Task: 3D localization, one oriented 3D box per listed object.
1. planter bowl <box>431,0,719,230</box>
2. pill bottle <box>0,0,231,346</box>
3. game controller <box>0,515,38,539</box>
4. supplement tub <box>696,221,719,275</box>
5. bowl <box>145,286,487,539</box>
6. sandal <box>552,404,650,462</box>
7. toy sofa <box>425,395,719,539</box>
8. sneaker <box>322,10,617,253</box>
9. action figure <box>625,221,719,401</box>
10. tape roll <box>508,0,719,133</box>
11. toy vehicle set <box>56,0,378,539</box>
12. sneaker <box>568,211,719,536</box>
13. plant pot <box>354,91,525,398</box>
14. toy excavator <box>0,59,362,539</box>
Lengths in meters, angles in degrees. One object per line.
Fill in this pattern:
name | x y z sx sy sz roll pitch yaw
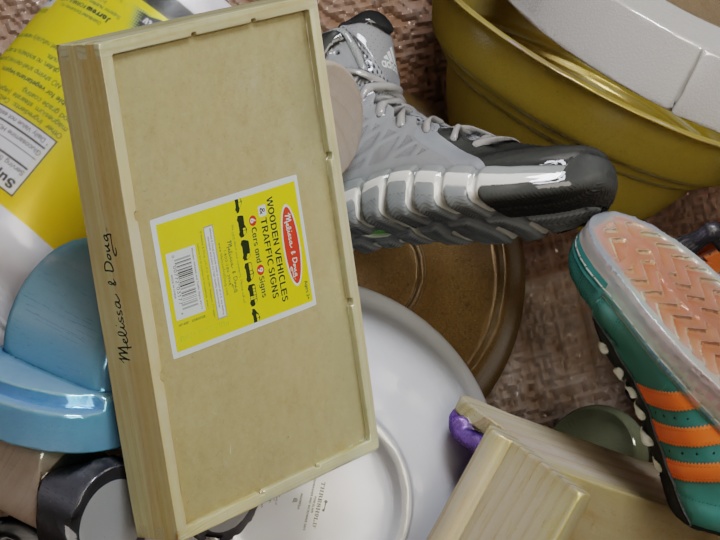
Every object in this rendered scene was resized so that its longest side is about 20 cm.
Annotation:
planter bowl | 0.106 -0.077 1.018 0.199 0.201 0.084 21 110 -19
pill bottle | -0.137 -0.046 0.931 0.112 0.112 0.200 41 77 -14
game controller | -0.167 0.220 0.940 0.104 0.042 0.201 -20 93 -21
supplement tub | 0.225 0.074 1.059 0.122 0.122 0.201 -25 96 -21
bowl | -0.025 0.104 0.947 0.199 0.090 0.203 0 90 -4
sandal | 0.082 0.151 1.018 0.202 0.079 0.057 -64 151 -20
toy sofa | 0.111 0.135 0.953 0.199 0.097 0.083 22 100 -44
sneaker | 0.024 -0.072 0.943 0.075 0.199 0.116 27 61 -58
action figure | 0.212 0.000 0.948 0.198 0.102 0.120 -17 78 6
tape roll | 0.161 -0.127 1.016 0.201 0.203 0.037 18 115 -19
toy vehicle set | -0.054 -0.004 0.825 0.124 0.026 0.202 -19 105 -46
sneaker | 0.151 0.068 0.894 0.200 0.080 0.071 50 37 8
plant pot | 0.000 0.000 1.029 0.198 0.027 0.202 2 85 -21
toy excavator | -0.081 0.009 0.870 0.194 0.099 0.202 -9 112 -46
